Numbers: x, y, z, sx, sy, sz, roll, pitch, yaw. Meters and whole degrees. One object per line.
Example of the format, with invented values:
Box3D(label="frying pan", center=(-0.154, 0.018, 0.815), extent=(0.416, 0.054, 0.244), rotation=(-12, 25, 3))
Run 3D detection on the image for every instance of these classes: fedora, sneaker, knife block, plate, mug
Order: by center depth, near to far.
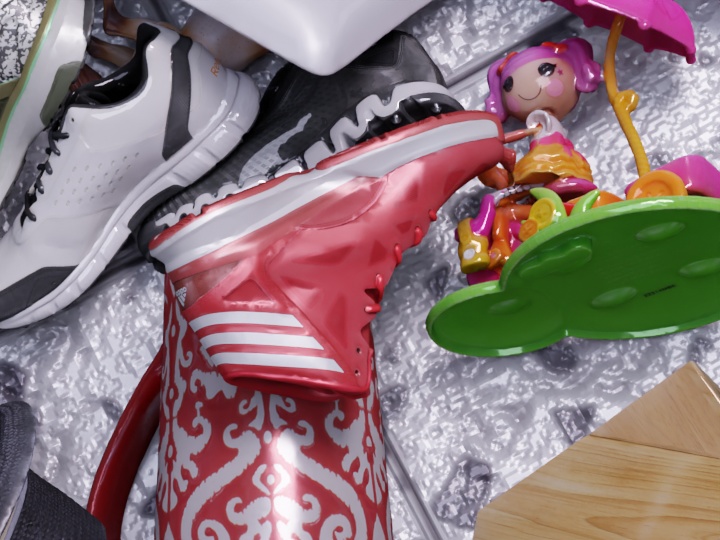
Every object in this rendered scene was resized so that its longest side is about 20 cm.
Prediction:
Box3D(label="sneaker", center=(0.000, 0.000, 1.195), extent=(0.199, 0.078, 0.116), rotation=(-22, 90, -21))
Box3D(label="knife block", center=(0.180, 0.145, 1.195), extent=(0.200, 0.064, 0.176), rotation=(-36, 65, 9))
Box3D(label="mug", center=(-0.067, 0.092, 1.239), extent=(0.176, 0.134, 0.201), rotation=(-4, 73, 5))
Box3D(label="fedora", center=(-0.195, 0.170, 1.240), extent=(0.091, 0.200, 0.201), rotation=(31, 82, -20))
Box3D(label="plate", center=(-0.051, -0.194, 1.281), extent=(0.199, 0.200, 0.032), rotation=(31, 127, 14))
Box3D(label="sneaker", center=(-0.149, -0.053, 1.288), extent=(0.200, 0.080, 0.074), rotation=(-45, 31, 7))
Box3D(label="sneaker", center=(-0.218, -0.084, 1.289), extent=(0.088, 0.077, 0.200), rotation=(27, 117, -15))
Box3D(label="sneaker", center=(-0.036, -0.066, 1.305), extent=(0.199, 0.066, 0.091), rotation=(-28, 48, 16))

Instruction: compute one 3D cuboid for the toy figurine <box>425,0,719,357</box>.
Box3D(label="toy figurine", center=(0.117, -0.070, 1.269), extent=(0.199, 0.150, 0.185), rotation=(-21, 59, 28))

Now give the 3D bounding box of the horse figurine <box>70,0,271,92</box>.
Box3D(label="horse figurine", center=(-0.092, -0.143, 1.335), extent=(0.199, 0.050, 0.133), rotation=(-34, 71, -6))
